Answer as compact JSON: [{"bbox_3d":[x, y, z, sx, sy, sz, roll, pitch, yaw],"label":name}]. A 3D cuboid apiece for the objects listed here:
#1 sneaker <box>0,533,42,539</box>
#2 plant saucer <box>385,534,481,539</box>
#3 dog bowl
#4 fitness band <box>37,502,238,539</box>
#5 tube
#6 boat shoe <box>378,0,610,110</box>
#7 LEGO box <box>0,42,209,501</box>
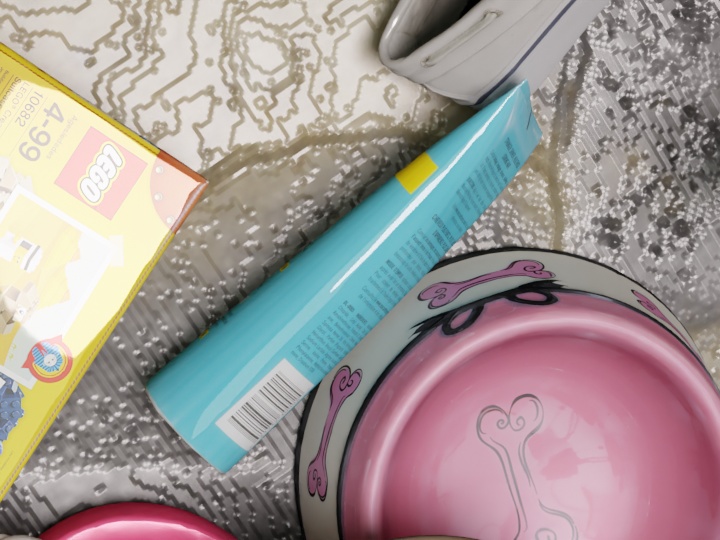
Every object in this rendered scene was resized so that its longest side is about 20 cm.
[{"bbox_3d":[-0.086,0.189,0.761,0.200,0.080,0.070,43,83,-14],"label":"sneaker"},{"bbox_3d":[0.011,0.196,0.752,0.199,0.029,0.201,-6,104,-22],"label":"plant saucer"},{"bbox_3d":[0.075,0.093,0.818,0.199,0.074,0.201,-1,97,-10],"label":"dog bowl"},{"bbox_3d":[-0.076,0.190,0.822,0.200,0.037,0.144,43,85,-14],"label":"fitness band"},{"bbox_3d":[0.000,0.000,0.796,0.200,0.077,0.050,-42,79,0],"label":"tube"},{"bbox_3d":[0.074,-0.146,0.749,0.065,0.072,0.200,11,137,-31],"label":"boat shoe"},{"bbox_3d":[-0.178,0.006,0.756,0.149,0.077,0.200,33,90,-13],"label":"LEGO box"}]
